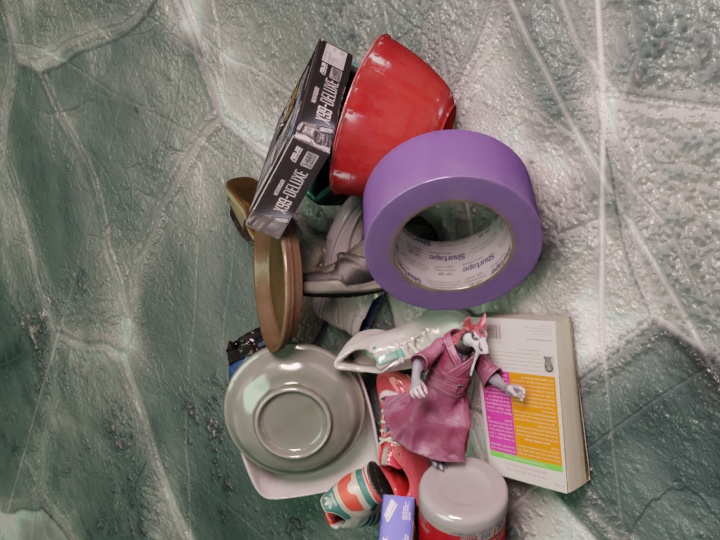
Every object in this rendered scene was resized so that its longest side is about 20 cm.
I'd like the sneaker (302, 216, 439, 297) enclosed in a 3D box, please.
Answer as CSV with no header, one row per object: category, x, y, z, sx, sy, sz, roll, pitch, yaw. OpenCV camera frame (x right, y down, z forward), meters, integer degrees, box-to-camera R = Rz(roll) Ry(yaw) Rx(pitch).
sneaker,0.007,-0.026,1.163,0.197,0.076,0.116,-13,83,8

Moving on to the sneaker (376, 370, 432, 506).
sneaker,0.057,0.229,1.215,0.073,0.086,0.202,-21,85,44

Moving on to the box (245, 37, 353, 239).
box,-0.074,-0.162,1.097,0.158,0.049,0.201,-53,19,44

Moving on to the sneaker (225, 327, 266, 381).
sneaker,-0.139,0.144,1.394,0.199,0.076,0.113,-6,99,45

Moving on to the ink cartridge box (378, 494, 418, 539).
ink cartridge box,0.054,0.367,1.178,0.044,0.201,0.095,3,62,8

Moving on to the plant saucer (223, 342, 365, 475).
plant saucer,-0.091,0.200,1.228,0.198,0.050,0.202,0,108,-1

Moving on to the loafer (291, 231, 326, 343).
loafer,-0.088,0.040,1.327,0.070,0.069,0.202,39,117,42

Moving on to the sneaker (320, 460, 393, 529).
sneaker,-0.002,0.318,1.230,0.093,0.200,0.071,-24,65,1

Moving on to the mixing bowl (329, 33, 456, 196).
mixing bowl,0.049,-0.168,1.071,0.107,0.200,0.202,21,118,9

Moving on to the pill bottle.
pill bottle,0.129,0.347,1.144,0.112,0.112,0.202,27,133,37

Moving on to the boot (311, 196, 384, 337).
boot,0.000,0.000,1.236,0.095,0.073,0.202,32,127,24

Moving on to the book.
book,0.201,0.155,1.085,0.133,0.048,0.203,1,100,49

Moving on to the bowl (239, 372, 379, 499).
bowl,-0.078,0.218,1.297,0.197,0.075,0.202,-12,109,2

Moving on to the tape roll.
tape roll,0.101,-0.053,1.013,0.200,0.198,0.086,-54,24,38

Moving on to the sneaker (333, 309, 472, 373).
sneaker,0.056,0.104,1.166,0.198,0.088,0.076,-18,92,31

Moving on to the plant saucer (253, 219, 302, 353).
plant saucer,-0.110,0.008,1.186,0.200,0.029,0.203,178,90,-71

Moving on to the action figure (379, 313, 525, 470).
action figure,0.114,0.137,1.105,0.149,0.133,0.202,-101,31,-68

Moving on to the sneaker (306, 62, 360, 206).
sneaker,-0.026,-0.173,1.190,0.077,0.091,0.202,23,116,37

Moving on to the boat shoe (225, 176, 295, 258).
boat shoe,-0.148,-0.068,1.350,0.201,0.072,0.065,-124,28,-44
